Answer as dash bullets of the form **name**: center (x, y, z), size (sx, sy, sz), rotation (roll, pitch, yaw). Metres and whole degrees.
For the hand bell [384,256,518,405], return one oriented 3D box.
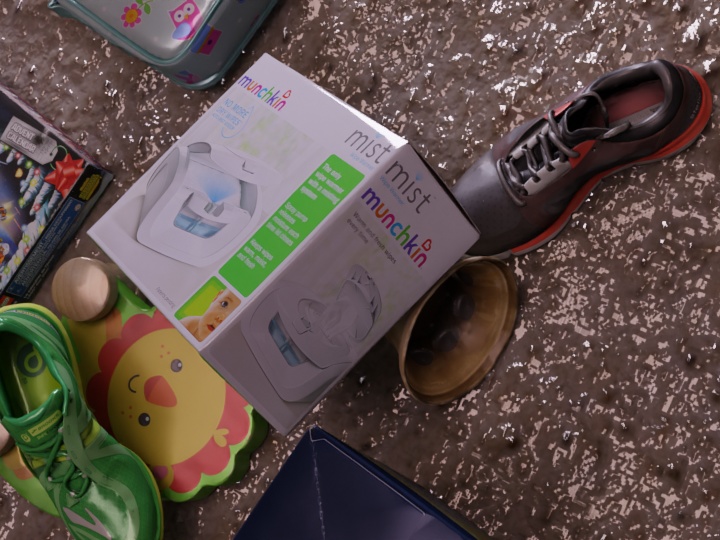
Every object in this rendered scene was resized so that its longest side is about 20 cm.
- **hand bell**: center (0.000, 0.000, 1.056), size (0.200, 0.104, 0.105), rotation (31, 93, 39)

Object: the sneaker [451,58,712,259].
- **sneaker**: center (0.126, -0.080, 1.001), size (0.199, 0.082, 0.077), rotation (-34, 67, 14)

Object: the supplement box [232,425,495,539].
- **supplement box**: center (0.000, 0.226, 0.919), size (0.134, 0.200, 0.201), rotation (34, 87, 27)

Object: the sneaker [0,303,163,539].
- **sneaker**: center (-0.206, 0.116, 1.056), size (0.074, 0.084, 0.201), rotation (-34, 82, 10)

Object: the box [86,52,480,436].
- **box**: center (-0.052, -0.022, 0.992), size (0.176, 0.097, 0.200), rotation (-45, 36, -4)

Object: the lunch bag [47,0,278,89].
- **lunch bag**: center (-0.153, -0.237, 1.165), size (0.200, 0.077, 0.161), rotation (37, 97, 26)

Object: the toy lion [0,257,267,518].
- **toy lion**: center (-0.166, 0.098, 1.116), size (0.191, 0.069, 0.200), rotation (40, 97, 18)

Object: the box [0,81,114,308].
- **box**: center (-0.302, -0.076, 1.220), size (0.200, 0.040, 0.137), rotation (37, 95, 26)
